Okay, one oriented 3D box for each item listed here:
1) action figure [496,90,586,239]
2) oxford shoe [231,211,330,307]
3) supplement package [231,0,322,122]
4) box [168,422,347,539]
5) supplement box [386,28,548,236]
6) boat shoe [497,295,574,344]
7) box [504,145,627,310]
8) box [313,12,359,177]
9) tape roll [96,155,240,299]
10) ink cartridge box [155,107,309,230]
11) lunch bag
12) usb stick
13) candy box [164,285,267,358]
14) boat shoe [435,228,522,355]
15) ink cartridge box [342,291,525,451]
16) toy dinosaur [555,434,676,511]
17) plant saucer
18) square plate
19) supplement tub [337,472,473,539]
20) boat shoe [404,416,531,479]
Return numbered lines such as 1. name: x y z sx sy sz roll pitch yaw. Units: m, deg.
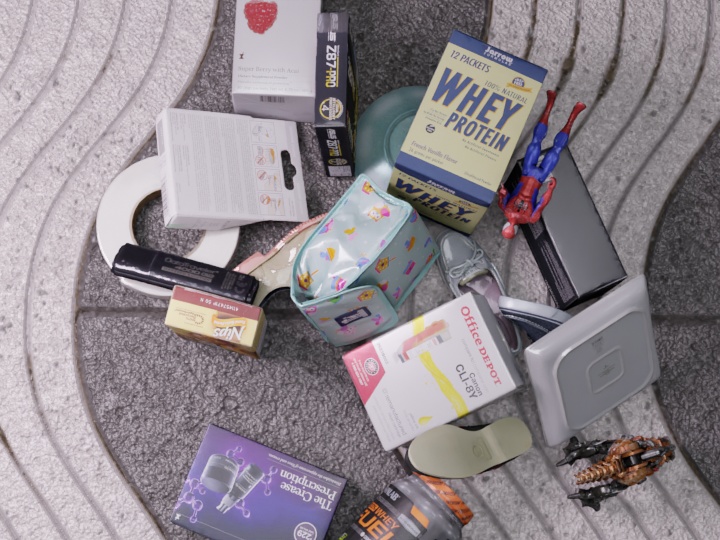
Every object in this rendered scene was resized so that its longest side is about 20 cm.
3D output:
1. action figure: 0.226 -0.136 1.619 0.065 0.099 0.201 23 86 6
2. oxford shoe: -0.086 -0.014 1.750 0.200 0.071 0.074 -34 80 2
3. supplement package: -0.115 -0.322 1.778 0.121 0.120 0.201 2 79 -2
4. box: -0.134 0.306 1.685 0.199 0.079 0.142 21 82 1
5. supplement box: 0.136 -0.177 1.685 0.134 0.200 0.201 23 79 1
6. boat shoe: 0.261 0.102 1.715 0.200 0.071 0.091 21 86 -26
7. box: 0.276 -0.056 1.732 0.079 0.141 0.201 -22 82 -8
8. box: -0.032 -0.234 1.720 0.049 0.200 0.162 -1 74 4
9. tape roll: -0.267 -0.060 1.764 0.202 0.037 0.204 1 79 -4
10. ink cartridge box: -0.179 -0.137 1.755 0.199 0.050 0.162 3 69 -30
11. lunch bag: 0.000 0.000 1.694 0.122 0.170 0.200 33 81 25
12. usb stick: -0.237 0.007 1.705 0.199 0.033 0.056 14 46 5
13. candy box: -0.186 0.070 1.661 0.115 0.200 0.056 15 82 0
14. boat shoe: 0.168 0.030 1.756 0.074 0.065 0.203 -23 82 -7
15. ink cartridge box: 0.099 0.133 1.695 0.199 0.083 0.146 -27 80 12
16. toy dinosaur: 0.340 0.253 1.685 0.200 0.135 0.103 21 56 -41
17. plant saucer: 0.086 -0.172 1.803 0.200 0.039 0.202 0 80 -3
18. square plate: 0.319 0.128 1.690 0.200 0.199 0.028 -31 42 -14
19. supplement tub: 0.047 0.360 1.660 0.123 0.123 0.200 44 80 5
20. boat shoe: 0.136 0.241 1.673 0.201 0.063 0.074 -6 68 -38
